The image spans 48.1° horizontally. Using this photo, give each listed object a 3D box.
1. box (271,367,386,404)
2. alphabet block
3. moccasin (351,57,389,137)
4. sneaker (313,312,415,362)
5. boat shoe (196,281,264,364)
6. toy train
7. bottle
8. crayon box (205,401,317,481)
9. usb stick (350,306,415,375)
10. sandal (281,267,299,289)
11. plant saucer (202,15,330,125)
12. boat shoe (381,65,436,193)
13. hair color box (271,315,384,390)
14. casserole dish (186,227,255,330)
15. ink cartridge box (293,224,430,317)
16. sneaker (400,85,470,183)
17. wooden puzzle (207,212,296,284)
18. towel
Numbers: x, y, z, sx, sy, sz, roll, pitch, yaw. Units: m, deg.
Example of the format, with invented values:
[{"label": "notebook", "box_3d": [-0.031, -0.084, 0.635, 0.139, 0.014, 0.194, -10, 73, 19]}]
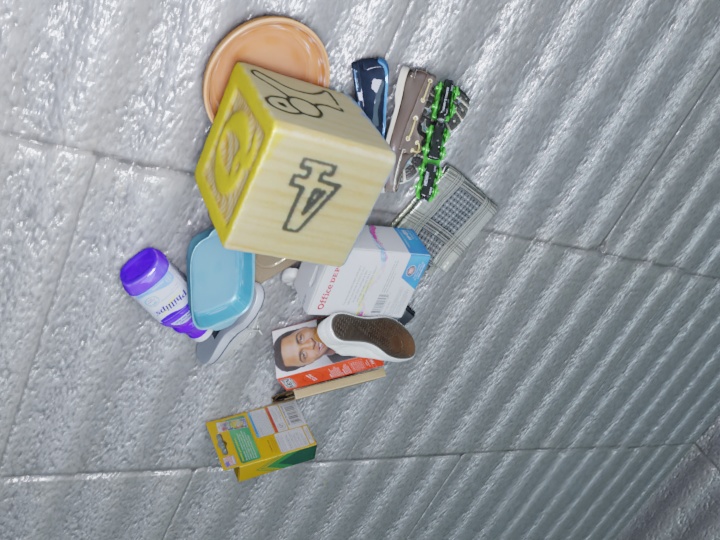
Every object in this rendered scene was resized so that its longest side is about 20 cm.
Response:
[{"label": "box", "box_3d": [-0.067, 0.234, 1.624, 0.196, 0.022, 0.163, -11, 171, -24]}, {"label": "alphabet block", "box_3d": [-0.098, -0.147, 1.147, 0.196, 0.196, 0.199, 10, 120, -33]}, {"label": "moccasin", "box_3d": [0.007, -0.238, 1.294, 0.066, 0.081, 0.205, 3, 111, -1]}, {"label": "sneaker", "box_3d": [0.006, 0.118, 1.422, 0.197, 0.075, 0.084, 20, 154, -32]}, {"label": "boat shoe", "box_3d": [-0.209, 0.097, 1.438, 0.085, 0.075, 0.203, 5, 132, -45]}, {"label": "toy train", "box_3d": [0.120, -0.206, 1.298, 0.041, 0.056, 0.205, 13, 85, -5]}, {"label": "bottle", "box_3d": [-0.312, 0.049, 1.335, 0.083, 0.065, 0.201, -36, 138, -4]}, {"label": "crayon box", "box_3d": [-0.201, 0.343, 1.625, 0.196, 0.126, 0.052, -10, 134, -25]}, {"label": "usb stick", "box_3d": [0.031, 0.143, 1.669, 0.200, 0.033, 0.055, -44, 145, 9]}, {"label": "sandal", "box_3d": [-0.063, 0.031, 1.493, 0.202, 0.081, 0.051, 34, 63, -47]}, {"label": "plant saucer", "box_3d": [-0.139, -0.278, 1.182, 0.196, 0.038, 0.203, -19, 135, -20]}, {"label": "boat shoe", "box_3d": [0.073, -0.220, 1.289, 0.058, 0.072, 0.205, 12, 89, 5]}, {"label": "hair color box", "box_3d": [-0.062, 0.145, 1.510, 0.196, 0.103, 0.062, -16, 148, 8]}, {"label": "casserole dish", "box_3d": [-0.229, 0.006, 1.300, 0.120, 0.039, 0.204, -22, 133, -34]}, {"label": "ink cartridge box", "box_3d": [0.000, 0.000, 1.392, 0.196, 0.085, 0.146, 3, 128, -32]}, {"label": "sneaker", "box_3d": [0.107, -0.230, 1.374, 0.201, 0.078, 0.090, -49, 176, -3]}, {"label": "wooden puzzle", "box_3d": [-0.137, -0.085, 1.352, 0.197, 0.047, 0.187, -28, 137, -3]}, {"label": "towel", "box_3d": [0.153, -0.086, 1.547, 0.200, 0.035, 0.191, -47, 137, 12]}]
